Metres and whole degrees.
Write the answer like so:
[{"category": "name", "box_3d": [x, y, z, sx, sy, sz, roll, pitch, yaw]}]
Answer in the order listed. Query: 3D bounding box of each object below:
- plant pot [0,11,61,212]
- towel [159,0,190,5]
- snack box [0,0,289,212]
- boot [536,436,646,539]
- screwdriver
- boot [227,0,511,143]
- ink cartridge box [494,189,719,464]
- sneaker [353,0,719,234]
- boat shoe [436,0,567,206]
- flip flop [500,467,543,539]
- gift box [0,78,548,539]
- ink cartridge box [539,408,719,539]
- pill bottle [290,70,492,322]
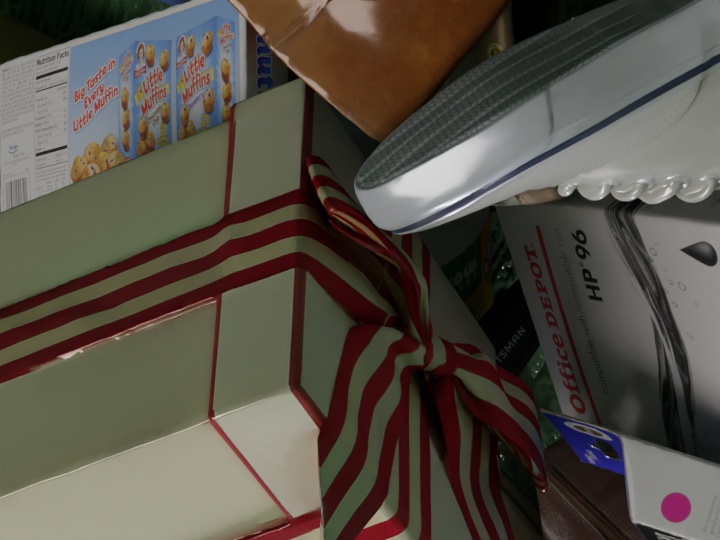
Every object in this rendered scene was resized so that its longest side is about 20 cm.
[{"category": "plant pot", "box_3d": [-0.149, -0.026, 1.303, 0.199, 0.187, 0.187, 16, 133, 24]}, {"category": "towel", "box_3d": [-0.042, -0.153, 1.118, 0.199, 0.048, 0.112, 22, 111, 37]}, {"category": "snack box", "box_3d": [-0.093, -0.064, 1.140, 0.200, 0.024, 0.072, -9, 79, 55]}, {"category": "boot", "box_3d": [0.128, 0.168, 1.128, 0.200, 0.064, 0.187, 40, 108, 29]}, {"category": "screwdriver", "box_3d": [0.013, 0.082, 1.124, 0.028, 0.200, 0.029, 33, 168, 47]}, {"category": "boot", "box_3d": [0.014, -0.173, 0.958, 0.200, 0.069, 0.188, -40, 97, 24]}, {"category": "ink cartridge box", "box_3d": [0.126, 0.012, 1.052, 0.199, 0.068, 0.117, 9, 125, 49]}, {"category": "sneaker", "box_3d": [0.096, -0.052, 0.940, 0.071, 0.199, 0.073, 61, -170, -19]}, {"category": "boat shoe", "box_3d": [0.055, -0.120, 1.016, 0.066, 0.074, 0.201, 8, 111, 24]}, {"category": "flip flop", "box_3d": [0.081, 0.154, 1.242, 0.200, 0.058, 0.081, 44, 146, 6]}, {"category": "gift box", "box_3d": [-0.039, 0.071, 1.024, 0.186, 0.201, 0.185, -22, 134, 19]}, {"category": "ink cartridge box", "box_3d": [0.162, 0.102, 1.023, 0.199, 0.037, 0.095, 19, 170, 18]}, {"category": "pill bottle", "box_3d": [0.000, 0.000, 1.164, 0.112, 0.113, 0.201, 29, 139, 35]}]
